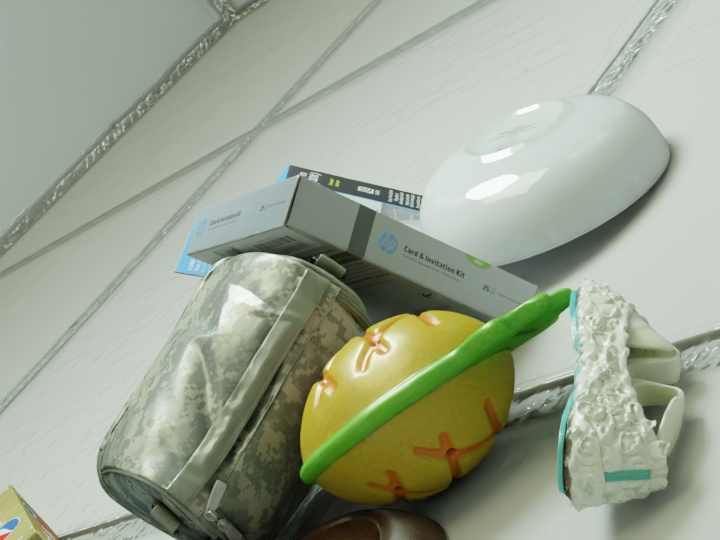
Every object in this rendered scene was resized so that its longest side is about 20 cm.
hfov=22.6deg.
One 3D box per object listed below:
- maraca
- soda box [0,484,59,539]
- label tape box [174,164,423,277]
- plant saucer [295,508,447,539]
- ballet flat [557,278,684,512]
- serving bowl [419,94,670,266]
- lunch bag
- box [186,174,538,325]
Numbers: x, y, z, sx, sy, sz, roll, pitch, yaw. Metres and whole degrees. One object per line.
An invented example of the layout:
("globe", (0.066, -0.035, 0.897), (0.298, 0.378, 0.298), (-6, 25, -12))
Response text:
("maraca", (0.045, 0.072, 1.094), (0.200, 0.107, 0.137), (-38, -8, 21))
("soda box", (-0.284, 0.241, 1.503), (0.064, 0.068, 0.200), (-42, 14, -9))
("label tape box", (-0.038, -0.029, 1.451), (0.144, 0.199, 0.064), (-82, 5, -69))
("plant saucer", (-0.036, 0.206, 1.063), (0.200, 0.032, 0.200), (-37, 14, 10))
("ballet flat", (0.145, 0.068, 0.989), (0.072, 0.072, 0.200), (-33, 18, 23))
("serving bowl", (0.128, -0.079, 1.354), (0.199, 0.066, 0.200), (-25, 19, 9))
("lunch bag", (-0.080, 0.090, 1.189), (0.200, 0.139, 0.168), (-58, -1, -15))
("box", (0.000, 0.000, 1.263), (0.156, 0.199, 0.041), (-14, 55, 60))
